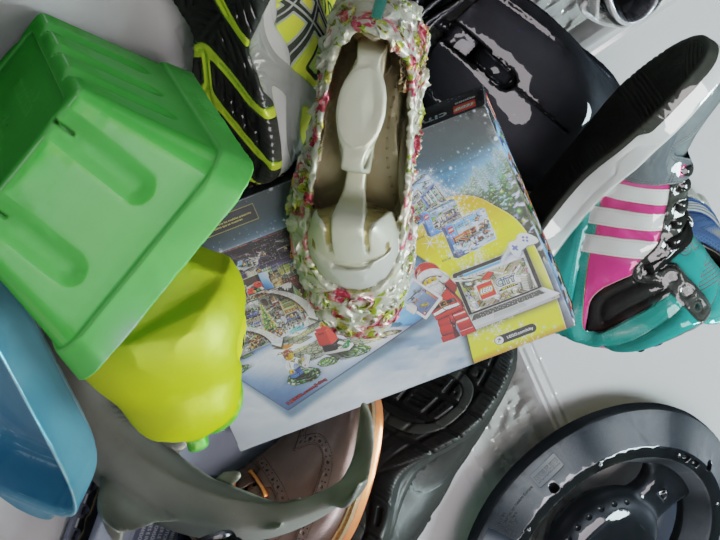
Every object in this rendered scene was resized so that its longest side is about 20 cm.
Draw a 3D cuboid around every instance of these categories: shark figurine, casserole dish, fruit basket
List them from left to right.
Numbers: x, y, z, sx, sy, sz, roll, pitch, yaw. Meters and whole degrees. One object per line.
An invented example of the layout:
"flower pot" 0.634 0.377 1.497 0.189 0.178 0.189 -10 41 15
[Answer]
"casserole dish" -0.200 0.048 1.555 0.039 0.121 0.200 -47 133 -27
"fruit basket" -0.110 -0.012 1.502 0.156 0.216 0.216 -50 131 6
"shark figurine" -0.093 0.120 1.599 0.089 0.214 0.128 -33 137 -60

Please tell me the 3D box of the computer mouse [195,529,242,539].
"computer mouse" -0.062 0.196 1.650 0.110 0.044 0.200 -22 140 30

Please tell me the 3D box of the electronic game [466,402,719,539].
"electronic game" 0.151 0.171 1.895 0.200 0.042 0.200 -17 127 -23

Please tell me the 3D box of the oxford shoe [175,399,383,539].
"oxford shoe" -0.057 0.141 1.685 0.073 0.071 0.200 22 106 -36

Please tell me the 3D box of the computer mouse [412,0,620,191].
"computer mouse" 0.083 -0.098 1.675 0.200 0.053 0.139 30 100 -40

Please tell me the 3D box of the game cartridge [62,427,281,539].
"game cartridge" -0.111 0.168 1.736 0.133 0.041 0.200 8 114 -31

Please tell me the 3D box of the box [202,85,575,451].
"box" 0.000 0.000 1.621 0.200 0.038 0.137 -21 108 7

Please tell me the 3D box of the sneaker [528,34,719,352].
"sneaker" 0.170 -0.028 1.657 0.121 0.084 0.200 33 118 -15

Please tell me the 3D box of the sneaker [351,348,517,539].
"sneaker" 0.025 0.113 1.768 0.200 0.076 0.091 -52 158 -5

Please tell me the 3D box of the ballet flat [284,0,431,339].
"ballet flat" -0.004 -0.051 1.550 0.076 0.064 0.200 4 109 5

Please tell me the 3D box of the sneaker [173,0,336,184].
"sneaker" -0.052 -0.146 1.562 0.076 0.075 0.200 -35 137 -36

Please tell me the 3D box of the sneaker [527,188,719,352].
"sneaker" 0.141 0.000 1.748 0.200 0.089 0.079 -10 126 -25

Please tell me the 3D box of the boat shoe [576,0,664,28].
"boat shoe" 0.141 -0.163 1.573 0.072 0.200 0.069 11 84 -35
